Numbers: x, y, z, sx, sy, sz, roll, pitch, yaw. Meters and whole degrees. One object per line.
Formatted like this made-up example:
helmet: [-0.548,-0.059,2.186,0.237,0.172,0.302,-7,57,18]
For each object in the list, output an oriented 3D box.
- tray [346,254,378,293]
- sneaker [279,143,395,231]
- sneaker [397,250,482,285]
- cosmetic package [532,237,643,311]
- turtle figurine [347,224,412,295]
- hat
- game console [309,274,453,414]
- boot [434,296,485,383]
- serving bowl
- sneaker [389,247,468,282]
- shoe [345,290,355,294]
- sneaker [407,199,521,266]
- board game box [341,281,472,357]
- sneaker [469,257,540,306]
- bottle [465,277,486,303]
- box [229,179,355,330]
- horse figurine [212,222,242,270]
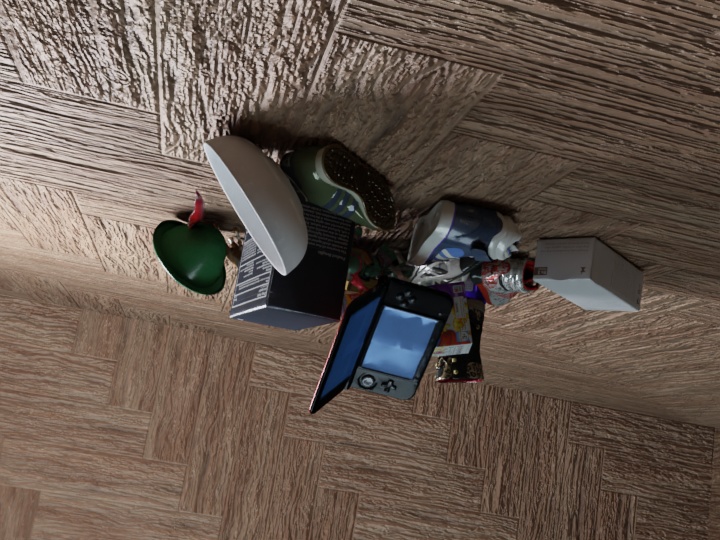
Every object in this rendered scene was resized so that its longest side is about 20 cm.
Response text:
tray: [0.000,0.000,1.549,0.098,0.037,0.200,13,-167,-19]
sneaker: [-0.032,-0.112,1.174,0.090,0.067,0.200,3,161,31]
sneaker: [0.131,-0.026,1.415,0.200,0.089,0.074,-23,-174,44]
cosmetic package: [0.368,0.009,1.403,0.101,0.074,0.200,-1,163,38]
turtle figurine: [0.003,-0.027,1.377,0.150,0.101,0.200,50,-174,-2]
hat: [-0.255,-0.068,1.554,0.166,0.200,0.176,43,115,-14]
game console: [0.032,0.123,1.282,0.172,0.200,0.119,16,-152,-10]
boot: [0.143,0.119,1.541,0.200,0.151,0.073,10,161,-37]
serving bowl: [-0.125,-0.095,1.139,0.066,0.200,0.200,-33,174,-11]
sneaker: [0.120,-0.009,1.524,0.081,0.075,0.200,26,161,-28]
shoe: [-0.038,0.039,1.533,0.199,0.054,0.070,11,-167,-29]
sneaker: [0.161,-0.039,1.315,0.146,0.081,0.200,15,162,-8]
board game box: [0.072,0.087,1.412,0.199,0.103,0.105,-7,165,1]
sneaker: [0.273,0.024,1.554,0.108,0.067,0.201,6,165,27]
bottle: [0.140,0.028,1.651,0.199,0.066,0.084,4,176,11]
box: [-0.102,-0.019,1.328,0.123,0.199,0.200,14,168,-21]
horse figurine: [-0.204,-0.014,1.630,0.200,0.050,0.133,39,159,28]
